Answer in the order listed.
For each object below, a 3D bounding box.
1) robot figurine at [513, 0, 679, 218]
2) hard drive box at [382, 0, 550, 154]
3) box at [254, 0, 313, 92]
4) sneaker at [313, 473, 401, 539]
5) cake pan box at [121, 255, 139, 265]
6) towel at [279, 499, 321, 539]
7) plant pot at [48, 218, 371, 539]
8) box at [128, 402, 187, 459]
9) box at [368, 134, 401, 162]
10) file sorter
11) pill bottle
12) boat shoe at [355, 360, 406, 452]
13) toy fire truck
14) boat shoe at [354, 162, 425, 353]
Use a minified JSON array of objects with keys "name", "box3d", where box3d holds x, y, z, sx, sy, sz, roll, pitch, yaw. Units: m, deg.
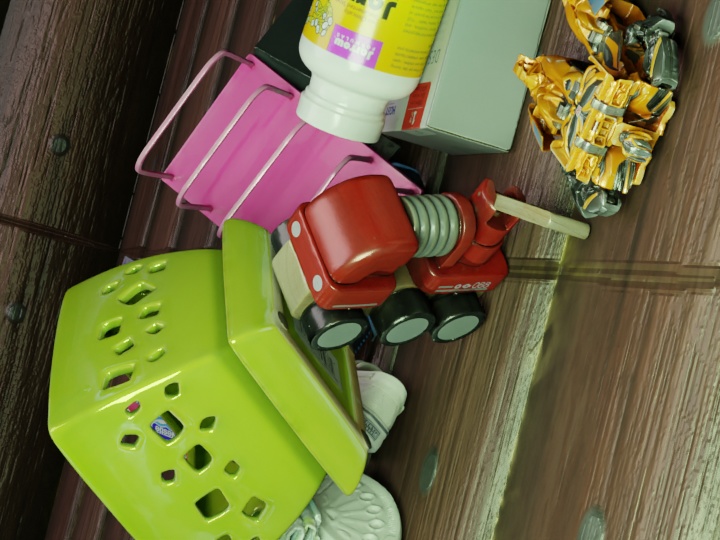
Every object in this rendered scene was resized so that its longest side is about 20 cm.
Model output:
[{"name":"robot figurine","box3d":[0.158,-0.125,1.216,0.200,0.058,0.146,-102,30,-61]},{"name":"hard drive box","box3d":[0.093,-0.203,1.494,0.156,0.076,0.202,-172,97,-75]},{"name":"box","box3d":[-0.031,-0.184,1.698,0.142,0.078,0.201,-57,-14,-26]},{"name":"sneaker","box3d":[-0.022,0.247,1.512,0.200,0.080,0.148,-138,44,-58]},{"name":"cake pan box","box3d":[-0.179,0.038,2.039,0.200,0.183,0.053,-165,95,-76]},{"name":"towel","box3d":[-0.091,0.240,1.496,0.200,0.048,0.173,-135,55,-65]},{"name":"plant pot","box3d":[-0.107,0.093,1.378,0.180,0.201,0.200,-28,30,11]},{"name":"box","box3d":[-0.135,0.109,1.791,0.200,0.099,0.096,-26,-35,-57]},{"name":"box","box3d":[-0.046,-0.018,1.729,0.194,0.047,0.200,-61,-6,37]},{"name":"file sorter","box3d":[-0.073,-0.075,1.535,0.139,0.200,0.125,-53,-9,8]},{"name":"pill bottle","box3d":[0.013,-0.209,1.442,0.104,0.103,0.202,-116,43,-68]},{"name":"boat shoe","box3d":[-0.005,0.115,1.585,0.070,0.071,0.200,-50,6,-13]},{"name":"toy fire truck","box3d":[0.056,-0.023,1.302,0.200,0.175,0.130,-50,53,43]},{"name":"boat shoe","box3d":[0.000,0.000,1.627,0.069,0.083,0.202,-121,46,-65]}]
